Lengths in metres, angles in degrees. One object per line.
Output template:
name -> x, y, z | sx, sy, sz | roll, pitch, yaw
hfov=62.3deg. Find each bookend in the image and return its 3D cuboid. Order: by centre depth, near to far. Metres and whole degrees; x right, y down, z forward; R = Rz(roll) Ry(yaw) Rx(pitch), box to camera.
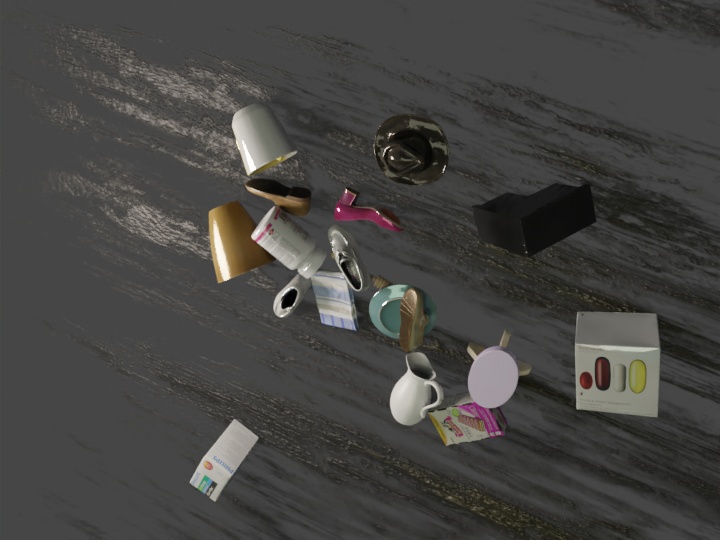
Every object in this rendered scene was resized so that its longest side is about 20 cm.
bookend -> 0.400, -0.132, 1.393 | 0.200, 0.196, 0.093 | 31, 144, 63

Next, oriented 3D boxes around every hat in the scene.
hat -> 0.115, -0.284, 1.458 | 0.197, 0.081, 0.204 | 10, 120, 18

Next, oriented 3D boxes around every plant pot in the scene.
plant pot -> -0.362, -0.091, 1.733 | 0.184, 0.186, 0.203 | -18, 96, 30

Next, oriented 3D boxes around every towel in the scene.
towel -> -0.079, 0.085, 1.765 | 0.145, 0.024, 0.203 | 9, 124, 32

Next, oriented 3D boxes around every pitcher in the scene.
pitcher -> 0.169, 0.372, 1.751 | 0.172, 0.119, 0.203 | 51, 135, 46

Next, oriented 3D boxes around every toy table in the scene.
toy table -> 0.371, 0.264, 1.624 | 0.182, 0.117, 0.202 | 29, 126, 6

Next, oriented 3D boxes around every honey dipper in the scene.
honey dipper -> 0.000, 0.000, 1.693 | 0.198, 0.038, 0.038 | 31, 125, 8

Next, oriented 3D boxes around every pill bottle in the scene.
pill bottle -> -0.198, -0.075, 1.680 | 0.199, 0.114, 0.113 | 40, 126, -15

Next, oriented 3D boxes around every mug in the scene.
mug -> -0.276, -0.344, 1.567 | 0.184, 0.149, 0.155 | -22, 99, 25

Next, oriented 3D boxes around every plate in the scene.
plate -> 0.120, 0.126, 1.689 | 0.196, 0.026, 0.203 | 5, 125, 8

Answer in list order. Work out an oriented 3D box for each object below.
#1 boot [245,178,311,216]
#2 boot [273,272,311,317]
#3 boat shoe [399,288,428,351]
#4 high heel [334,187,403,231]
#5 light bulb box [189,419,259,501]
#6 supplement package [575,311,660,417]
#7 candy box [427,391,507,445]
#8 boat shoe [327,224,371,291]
boot -> -0.233, -0.202, 1.670 | 0.197, 0.074, 0.076 | 18, 133, 12
boot -> -0.224, 0.091, 1.806 | 0.073, 0.096, 0.201 | 37, 125, 0
boat shoe -> 0.151, 0.132, 1.638 | 0.072, 0.064, 0.203 | 46, 141, 48
high heel -> 0.019, -0.133, 1.586 | 0.198, 0.067, 0.097 | 31, 116, 12
light bulb box -> -0.501, 0.700, 2.202 | 0.124, 0.200, 0.199 | 35, 126, 2
supplement package -> 0.631, 0.227, 1.469 | 0.188, 0.147, 0.203 | 0, 118, 24
candy box -> 0.318, 0.438, 1.777 | 0.198, 0.061, 0.138 | -21, 108, 32
boat shoe -> -0.038, -0.033, 1.650 | 0.071, 0.068, 0.203 | -22, 90, 19
